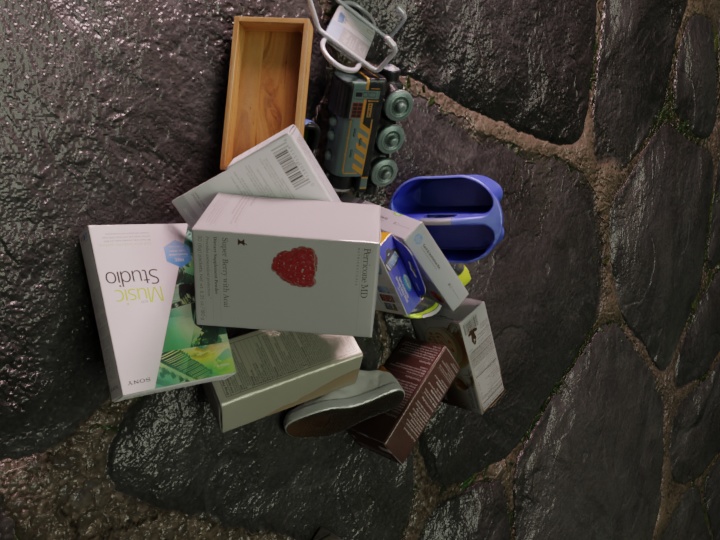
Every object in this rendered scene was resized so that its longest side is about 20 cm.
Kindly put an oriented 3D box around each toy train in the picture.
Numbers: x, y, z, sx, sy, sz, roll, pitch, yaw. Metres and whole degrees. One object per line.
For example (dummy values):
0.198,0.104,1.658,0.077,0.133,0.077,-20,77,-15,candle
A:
0.003,-0.205,0.958,0.114,0.085,0.200,-5,125,-26,toy train

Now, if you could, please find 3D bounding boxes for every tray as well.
-0.120,-0.222,0.838,0.037,0.098,0.201,29,65,-83,tray

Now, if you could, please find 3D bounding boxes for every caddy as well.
0.142,-0.086,1.063,0.105,0.200,0.142,-22,110,-57,caddy

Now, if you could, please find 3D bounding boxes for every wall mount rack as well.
-0.021,-0.366,0.897,0.174,0.075,0.200,33,41,-17,wall mount rack

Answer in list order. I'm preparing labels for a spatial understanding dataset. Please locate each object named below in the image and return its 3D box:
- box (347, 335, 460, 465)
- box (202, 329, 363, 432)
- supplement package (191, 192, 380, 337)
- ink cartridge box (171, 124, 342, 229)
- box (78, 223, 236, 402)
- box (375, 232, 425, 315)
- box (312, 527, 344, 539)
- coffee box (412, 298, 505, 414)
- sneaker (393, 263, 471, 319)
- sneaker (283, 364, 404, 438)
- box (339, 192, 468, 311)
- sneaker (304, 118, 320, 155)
0.074,0.216,1.105,0.200,0.100,0.075,-51,127,-24,box
-0.108,0.129,0.873,0.200,0.095,0.078,-16,145,-22,box
-0.079,-0.009,0.750,0.120,0.199,0.122,-86,179,-65,supplement package
-0.106,-0.053,0.819,0.200,0.173,0.044,58,17,-21,ink cartridge box
-0.237,0.042,0.768,0.144,0.036,0.200,-6,76,-43,box
0.000,0.000,0.929,0.041,0.200,0.119,-45,124,-30,box
-0.081,0.523,1.030,0.200,0.068,0.082,-51,128,-25,box
0.179,0.150,1.186,0.080,0.114,0.200,-36,121,-34,coffee box
0.118,0.021,1.144,0.200,0.074,0.081,-38,115,-41,sneaker
-0.035,0.204,1.034,0.200,0.085,0.073,-13,133,-23,sneaker
0.054,-0.031,0.974,0.041,0.200,0.156,-46,125,-11,box
-0.111,-0.121,0.881,0.078,0.089,0.200,25,82,-43,sneaker
